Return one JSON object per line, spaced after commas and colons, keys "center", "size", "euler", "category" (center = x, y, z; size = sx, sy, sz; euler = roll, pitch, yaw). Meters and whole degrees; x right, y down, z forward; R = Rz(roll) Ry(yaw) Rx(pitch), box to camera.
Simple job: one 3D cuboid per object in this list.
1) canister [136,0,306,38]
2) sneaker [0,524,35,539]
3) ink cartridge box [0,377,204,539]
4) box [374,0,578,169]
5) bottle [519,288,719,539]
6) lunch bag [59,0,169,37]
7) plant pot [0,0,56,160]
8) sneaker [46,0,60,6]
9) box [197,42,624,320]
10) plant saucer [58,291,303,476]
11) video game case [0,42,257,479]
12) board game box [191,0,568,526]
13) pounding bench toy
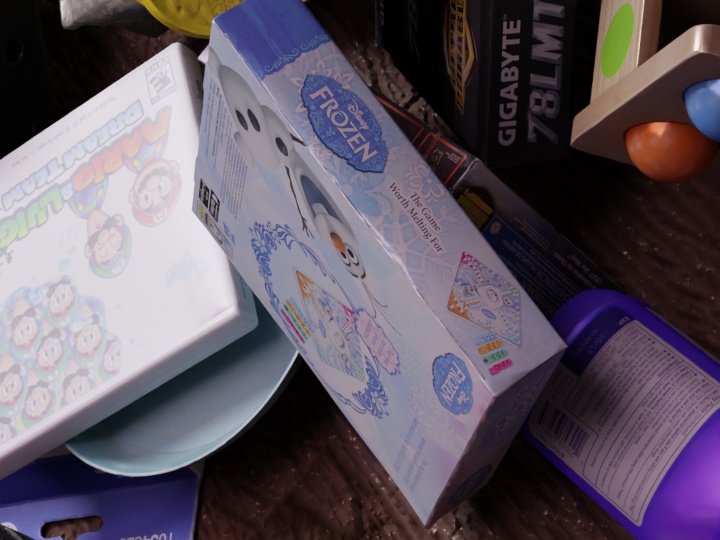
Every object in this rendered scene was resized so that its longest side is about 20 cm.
{"center": [-0.050, -0.174, 1.027], "size": [0.148, 0.087, 0.200], "euler": [-27, 13, -5], "category": "canister"}
{"center": [-0.180, 0.227, 1.135], "size": [0.115, 0.076, 0.201], "euler": [-51, 49, 8], "category": "sneaker"}
{"center": [-0.166, 0.070, 1.226], "size": [0.196, 0.043, 0.200], "euler": [-13, 61, 37], "category": "ink cartridge box"}
{"center": [0.051, -0.175, 1.029], "size": [0.199, 0.050, 0.200], "euler": [-126, 32, -61], "category": "box"}
{"center": [0.148, 0.086, 0.920], "size": [0.084, 0.065, 0.200], "euler": [-56, 45, 6], "category": "bottle"}
{"center": [-0.099, -0.251, 1.219], "size": [0.164, 0.118, 0.200], "euler": [-14, 84, 29], "category": "lunch bag"}
{"center": [-0.297, -0.130, 1.293], "size": [0.177, 0.199, 0.200], "euler": [11, 118, 36], "category": "plant pot"}
{"center": [-0.135, -0.245, 1.349], "size": [0.200, 0.072, 0.083], "euler": [-40, 22, 21], "category": "sneaker"}
{"center": [0.022, -0.047, 1.044], "size": [0.040, 0.137, 0.200], "euler": [-52, 44, 0], "category": "box"}
{"center": [-0.092, 0.016, 1.146], "size": [0.200, 0.027, 0.200], "euler": [-17, 60, 32], "category": "plant saucer"}
{"center": [-0.153, -0.003, 1.167], "size": [0.200, 0.024, 0.182], "euler": [-30, 54, 23], "category": "video game case"}
{"center": [0.000, 0.000, 0.963], "size": [0.043, 0.200, 0.199], "euler": [-32, 76, -17], "category": "board game box"}
{"center": [0.163, -0.102, 0.953], "size": [0.200, 0.124, 0.156], "euler": [143, 138, -66], "category": "pounding bench toy"}
